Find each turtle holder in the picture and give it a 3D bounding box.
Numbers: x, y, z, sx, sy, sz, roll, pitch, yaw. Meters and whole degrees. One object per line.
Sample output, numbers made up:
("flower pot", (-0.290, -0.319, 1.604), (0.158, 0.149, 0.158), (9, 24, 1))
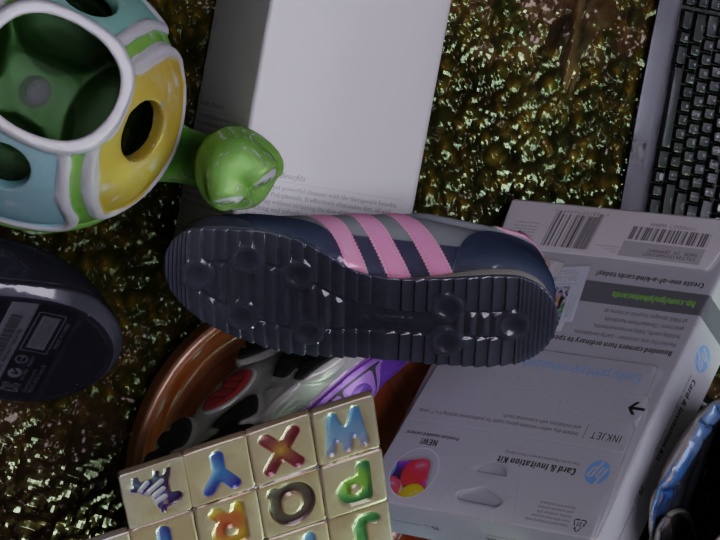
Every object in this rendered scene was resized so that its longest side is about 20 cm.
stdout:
("turtle holder", (-0.145, -0.075, 1.347), (0.141, 0.132, 0.186), (-39, 97, -10))

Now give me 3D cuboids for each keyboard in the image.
("keyboard", (0.213, -0.060, 1.596), (0.127, 0.021, 0.201), (8, 95, -25))

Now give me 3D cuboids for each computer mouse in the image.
("computer mouse", (-0.213, 0.008, 1.375), (0.199, 0.053, 0.139), (16, 130, -27))

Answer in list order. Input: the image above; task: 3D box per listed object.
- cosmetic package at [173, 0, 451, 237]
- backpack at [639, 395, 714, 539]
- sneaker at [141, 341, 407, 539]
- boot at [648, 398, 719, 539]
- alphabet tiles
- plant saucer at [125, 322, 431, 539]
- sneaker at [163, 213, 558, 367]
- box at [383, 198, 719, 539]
("cosmetic package", (-0.022, -0.096, 1.445), (0.107, 0.085, 0.201), (10, 93, -25))
("backpack", (0.142, 0.166, 1.519), (0.177, 0.150, 0.200), (33, 78, -39))
("sneaker", (-0.034, 0.083, 1.427), (0.200, 0.081, 0.084), (-42, 122, -28))
("boot", (0.161, 0.160, 1.387), (0.096, 0.073, 0.201), (38, 71, -62))
("alphabet tiles", (-0.077, 0.157, 1.369), (0.199, 0.008, 0.168), (-18, 125, -15))
("plant saucer", (-0.035, 0.108, 1.499), (0.200, 0.032, 0.201), (-4, 99, -25))
("sneaker", (0.000, 0.000, 1.396), (0.199, 0.082, 0.070), (10, 120, -5))
("box", (0.109, 0.058, 1.461), (0.041, 0.156, 0.200), (51, 57, -40))
